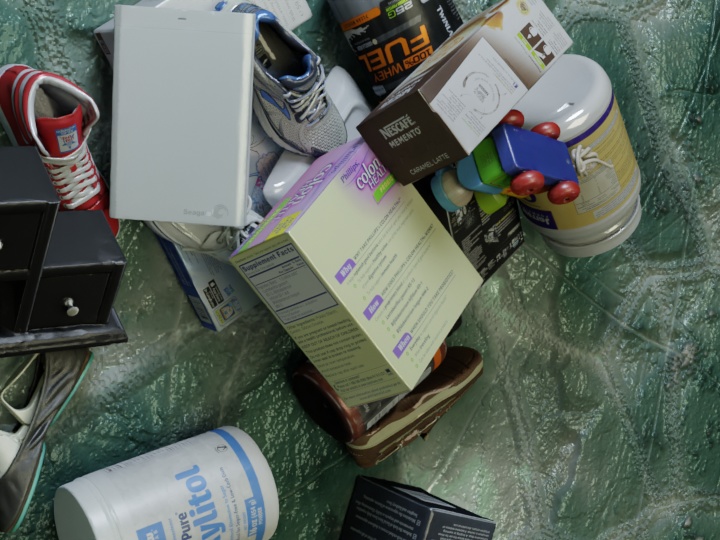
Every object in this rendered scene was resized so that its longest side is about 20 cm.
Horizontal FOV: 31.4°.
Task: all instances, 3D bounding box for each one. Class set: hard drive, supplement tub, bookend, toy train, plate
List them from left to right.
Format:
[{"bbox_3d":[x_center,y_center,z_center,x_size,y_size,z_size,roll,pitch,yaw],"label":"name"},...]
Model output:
[{"bbox_3d":[-0.296,-0.021,1.165,0.199,0.092,0.199,-5,137,-34],"label":"bookend"},{"bbox_3d":[-0.197,0.248,1.313,0.199,0.132,0.133,-18,107,-32],"label":"supplement tub"},{"bbox_3d":[-0.170,-0.146,1.218,0.131,0.026,0.201,4,101,1],"label":"hard drive"},{"bbox_3d":[-0.005,-0.091,1.411,0.200,0.032,0.201,52,50,-34],"label":"plate"},{"bbox_3d":[0.024,0.096,1.459,0.200,0.107,0.107,-41,118,-24],"label":"supplement tub"},{"bbox_3d":[0.055,-0.248,1.396,0.122,0.122,0.201,-35,103,-25],"label":"supplement tub"},{"bbox_3d":[0.171,-0.094,1.341,0.200,0.115,0.085,8,61,-50],"label":"toy train"},{"bbox_3d":[0.237,-0.128,1.464,0.145,0.145,0.200,-46,131,-20],"label":"supplement tub"}]

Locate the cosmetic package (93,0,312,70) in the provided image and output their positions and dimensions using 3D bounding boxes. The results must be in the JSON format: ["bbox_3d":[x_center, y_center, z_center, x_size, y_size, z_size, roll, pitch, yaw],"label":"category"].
[{"bbox_3d":[-0.157,-0.250,1.299,0.200,0.074,0.102,-41,117,-24],"label":"cosmetic package"}]

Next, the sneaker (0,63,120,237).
[{"bbox_3d":[-0.274,-0.102,1.215,0.071,0.112,0.201,-38,117,-23],"label":"sneaker"}]

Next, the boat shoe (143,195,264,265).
[{"bbox_3d":[-0.127,-0.036,1.290,0.202,0.086,0.075,32,79,-33],"label":"boat shoe"}]

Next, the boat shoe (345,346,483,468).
[{"bbox_3d":[0.064,0.164,1.525,0.202,0.075,0.075,-29,126,-22],"label":"boat shoe"}]

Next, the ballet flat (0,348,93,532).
[{"bbox_3d":[-0.330,0.151,1.251,0.068,0.068,0.201,28,71,-24],"label":"ballet flat"}]

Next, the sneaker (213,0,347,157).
[{"bbox_3d":[-0.071,-0.183,1.278,0.077,0.085,0.200,-52,125,-16],"label":"sneaker"}]

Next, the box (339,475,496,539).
[{"bbox_3d":[0.049,0.360,1.490,0.107,0.148,0.201,19,87,-35],"label":"box"}]

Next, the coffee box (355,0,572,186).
[{"bbox_3d":[0.104,-0.184,1.270,0.080,0.114,0.200,50,56,-11],"label":"coffee box"}]

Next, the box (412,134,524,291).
[{"bbox_3d":[0.102,-0.071,1.448,0.200,0.086,0.165,-40,122,-56],"label":"box"}]

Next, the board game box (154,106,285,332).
[{"bbox_3d":[-0.125,-0.073,1.365,0.199,0.043,0.201,-35,115,-25],"label":"board game box"}]

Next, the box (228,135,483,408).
[{"bbox_3d":[0.000,0.000,1.275,0.200,0.096,0.176,52,47,-17],"label":"box"}]
